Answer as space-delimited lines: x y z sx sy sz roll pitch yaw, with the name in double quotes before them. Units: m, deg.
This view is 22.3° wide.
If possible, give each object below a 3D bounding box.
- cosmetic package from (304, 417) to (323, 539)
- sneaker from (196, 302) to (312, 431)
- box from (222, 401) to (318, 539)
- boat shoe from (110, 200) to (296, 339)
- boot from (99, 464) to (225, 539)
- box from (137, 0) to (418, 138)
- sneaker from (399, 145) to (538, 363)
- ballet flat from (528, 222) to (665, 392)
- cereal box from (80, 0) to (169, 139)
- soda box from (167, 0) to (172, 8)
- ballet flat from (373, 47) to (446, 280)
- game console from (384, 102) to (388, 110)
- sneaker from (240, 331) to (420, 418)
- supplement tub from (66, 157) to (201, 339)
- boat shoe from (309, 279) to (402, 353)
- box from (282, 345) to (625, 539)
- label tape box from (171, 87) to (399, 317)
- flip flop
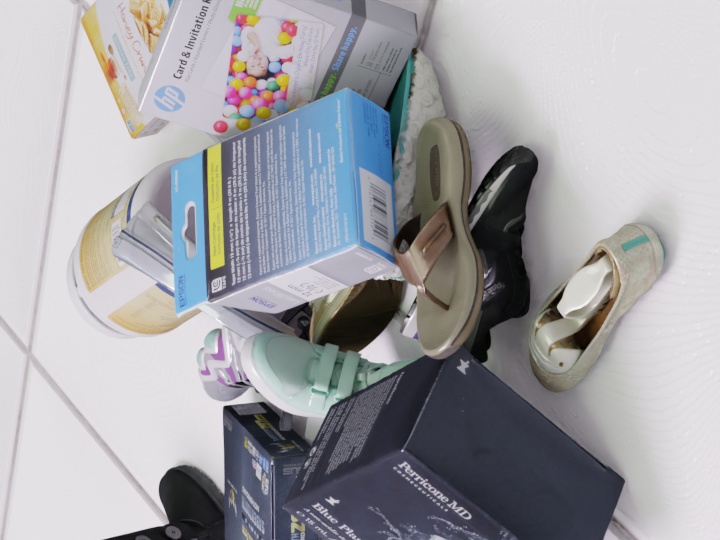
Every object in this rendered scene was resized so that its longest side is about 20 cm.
"cosmetic package" -0.016 0.221 1.766 0.082 0.050 0.202 37 131 43
"sneaker" -0.094 0.104 1.776 0.201 0.077 0.141 -61 42 45
"box" -0.091 0.231 1.798 0.200 0.050 0.160 -147 55 -69
"boat shoe" -0.133 0.007 1.683 0.199 0.067 0.074 33 176 -2
"boot" -0.232 0.287 1.942 0.164 0.199 0.066 33 128 40
"box" -0.071 -0.177 1.543 0.041 0.198 0.157 -93 25 -51
"sneaker" 0.114 -0.010 1.514 0.087 0.076 0.201 29 121 1
"ballet flat" 0.170 0.032 1.446 0.068 0.062 0.201 54 139 23
"cereal box" -0.203 -0.240 1.834 0.200 0.039 0.145 -37 74 51
"soda box" -0.130 -0.227 1.658 0.201 0.067 0.065 -107 27 -47
"ballet flat" 0.045 -0.085 1.543 0.071 0.071 0.202 -4 71 52
"game console" -0.044 -0.135 1.691 0.173 0.117 0.202 -104 22 -54
"sneaker" 0.000 0.088 1.610 0.118 0.199 0.074 -42 29 47
"supplement tub" -0.201 -0.016 1.833 0.199 0.143 0.146 -28 81 52
"boat shoe" -0.002 0.000 1.650 0.063 0.073 0.202 59 141 37
"box" 0.075 0.185 1.511 0.196 0.118 0.200 38 144 -14
"label tape box" -0.066 -0.047 1.525 0.199 0.066 0.145 -21 61 34
"flip flop" 0.055 -0.028 1.451 0.081 0.057 0.202 -23 64 55
